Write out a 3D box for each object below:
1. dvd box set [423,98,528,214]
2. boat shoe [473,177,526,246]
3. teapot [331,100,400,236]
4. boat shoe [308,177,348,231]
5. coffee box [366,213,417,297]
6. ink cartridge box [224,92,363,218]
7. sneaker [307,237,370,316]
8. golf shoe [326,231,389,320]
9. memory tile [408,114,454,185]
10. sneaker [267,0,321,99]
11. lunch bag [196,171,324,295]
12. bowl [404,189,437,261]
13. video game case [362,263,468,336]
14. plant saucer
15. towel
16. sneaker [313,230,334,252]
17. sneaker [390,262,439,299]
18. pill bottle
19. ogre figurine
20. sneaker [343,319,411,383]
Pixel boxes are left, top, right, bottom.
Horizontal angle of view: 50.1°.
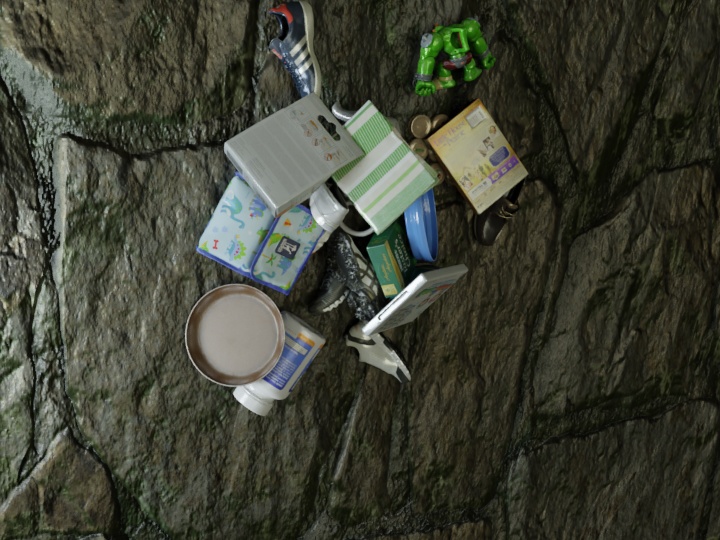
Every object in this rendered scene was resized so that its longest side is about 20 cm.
[{"bbox_3d":[0.246,-0.240,1.632,0.146,0.029,0.200,-40,104,-8],"label":"dvd box set"},{"bbox_3d":[0.311,-0.148,1.712,0.074,0.073,0.200,11,101,-27],"label":"boat shoe"},{"bbox_3d":[0.008,-0.203,1.513,0.146,0.200,0.198,-4,135,9],"label":"teapot"},{"bbox_3d":[-0.070,-0.163,1.461,0.069,0.200,0.072,-41,131,22],"label":"boat shoe"},{"bbox_3d":[0.075,-0.047,1.578,0.044,0.200,0.123,-9,117,24],"label":"coffee box"},{"bbox_3d":[-0.121,-0.212,1.398,0.200,0.050,0.162,-34,78,-21],"label":"ink cartridge box"},{"bbox_3d":[-0.046,0.006,1.603,0.200,0.066,0.091,-43,115,-12],"label":"sneaker"},{"bbox_3d":[0.000,0.000,1.557,0.094,0.078,0.200,-41,119,-39],"label":"golf shoe"},{"bbox_3d":[0.188,-0.257,1.655,0.200,0.017,0.154,-1,106,-24],"label":"memory tile"},{"bbox_3d":[-0.128,-0.396,1.436,0.084,0.075,0.200,-12,101,-23],"label":"sneaker"},{"bbox_3d":[-0.184,-0.069,1.457,0.200,0.127,0.170,29,94,-12],"label":"lunch bag"},{"bbox_3d":[0.123,-0.116,1.573,0.039,0.201,0.201,-6,112,14],"label":"bowl"},{"bbox_3d":[0.114,0.058,1.569,0.182,0.024,0.200,-45,163,27],"label":"video game case"},{"bbox_3d":[-0.244,0.127,1.517,0.200,0.032,0.200,0,85,5],"label":"plant saucer"},{"bbox_3d":[0.027,-0.189,1.403,0.153,0.023,0.200,-41,78,12],"label":"towel"},{"bbox_3d":[-0.127,-0.068,1.538,0.092,0.076,0.200,40,86,-25],"label":"sneaker"},{"bbox_3d":[0.097,0.026,1.664,0.200,0.080,0.078,-13,111,-20],"label":"sneaker"},{"bbox_3d":[-0.170,0.192,1.575,0.112,0.112,0.200,36,89,-29],"label":"pill bottle"},{"bbox_3d":[0.189,-0.438,1.555,0.200,0.098,0.120,-15,124,-8],"label":"ogre figurine"},{"bbox_3d":[0.039,0.184,1.702,0.080,0.074,0.200,-38,114,6],"label":"sneaker"}]
